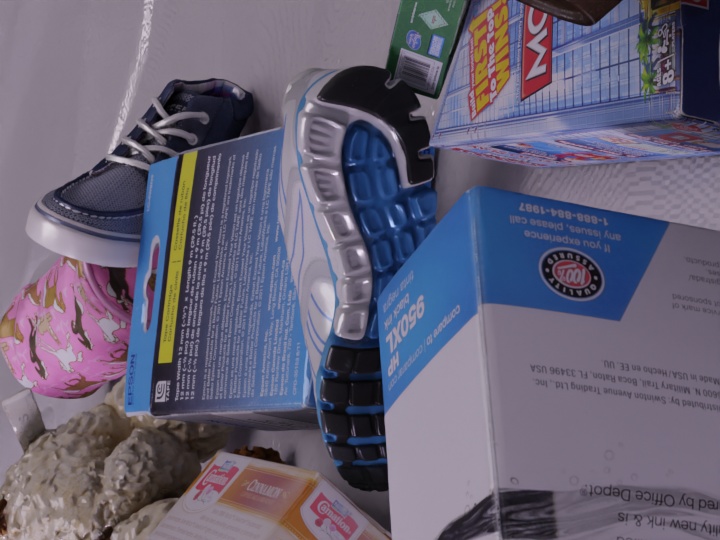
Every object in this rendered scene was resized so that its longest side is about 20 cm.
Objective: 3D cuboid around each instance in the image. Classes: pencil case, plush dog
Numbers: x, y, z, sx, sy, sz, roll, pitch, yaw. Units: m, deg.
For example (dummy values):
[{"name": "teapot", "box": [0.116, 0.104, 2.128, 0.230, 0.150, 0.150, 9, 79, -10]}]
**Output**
[{"name": "pencil case", "box": [-0.173, 0.025, 1.405, 0.200, 0.082, 0.087, 143, 132, -59]}, {"name": "plush dog", "box": [-0.122, 0.159, 1.180, 0.171, 0.160, 0.201, 25, 105, 41]}]

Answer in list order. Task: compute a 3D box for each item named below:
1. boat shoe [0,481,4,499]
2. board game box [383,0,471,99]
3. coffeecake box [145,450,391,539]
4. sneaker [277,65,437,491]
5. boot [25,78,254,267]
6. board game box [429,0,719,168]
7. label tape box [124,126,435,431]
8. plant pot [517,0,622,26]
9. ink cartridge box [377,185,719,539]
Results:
[{"name": "boat shoe", "box": [-0.191, 0.191, 1.405, 0.065, 0.073, 0.200, -54, 36, 26]}, {"name": "board game box", "box": [0.055, -0.184, 0.897, 0.200, 0.029, 0.135, 105, -174, -57]}, {"name": "coffeecake box", "box": [-0.082, 0.186, 1.011, 0.200, 0.073, 0.153, -51, 15, -14]}, {"name": "sneaker", "box": [0.000, 0.000, 0.981, 0.087, 0.075, 0.201, -147, 50, -65]}, {"name": "boot", "box": [-0.124, -0.063, 1.238, 0.200, 0.072, 0.091, -30, -39, -71]}, {"name": "board game box", "box": [0.098, -0.121, 0.859, 0.200, 0.061, 0.201, 152, 125, -61]}, {"name": "label tape box", "box": [-0.047, 0.007, 1.109, 0.200, 0.066, 0.144, -9, 73, 58]}, {"name": "plant pot", "box": [0.082, -0.190, 0.706, 0.201, 0.186, 0.187, -61, 25, 3]}, {"name": "ink cartridge box", "box": [0.089, 0.088, 0.686, 0.084, 0.144, 0.201, 130, 143, -52]}]
